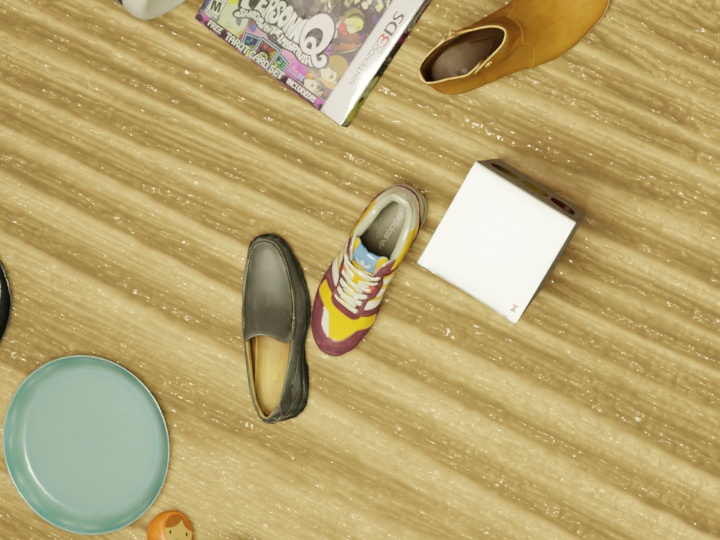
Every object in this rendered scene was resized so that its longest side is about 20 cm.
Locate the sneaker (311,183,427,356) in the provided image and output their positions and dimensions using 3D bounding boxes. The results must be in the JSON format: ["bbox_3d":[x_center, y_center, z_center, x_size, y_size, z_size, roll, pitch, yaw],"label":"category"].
[{"bbox_3d":[0.000,0.000,1.380,0.074,0.090,0.202,27,100,8],"label":"sneaker"}]

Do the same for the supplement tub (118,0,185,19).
[{"bbox_3d":[-0.241,-0.376,1.368,0.144,0.144,0.200,-43,86,12],"label":"supplement tub"}]

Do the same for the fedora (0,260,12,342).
[{"bbox_3d":[-0.492,0.039,1.483,0.198,0.092,0.203,1,95,12],"label":"fedora"}]

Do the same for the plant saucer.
[{"bbox_3d":[-0.304,0.193,1.493,0.198,0.027,0.203,1,96,11],"label":"plant saucer"}]

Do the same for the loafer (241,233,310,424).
[{"bbox_3d":[-0.092,0.062,1.414,0.072,0.072,0.202,-7,93,13],"label":"loafer"}]

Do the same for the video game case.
[{"bbox_3d":[-0.045,-0.280,1.392,0.199,0.036,0.182,37,100,6],"label":"video game case"}]

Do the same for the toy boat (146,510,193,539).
[{"bbox_3d":[-0.203,0.325,1.451,0.198,0.131,0.132,-14,63,12],"label":"toy boat"}]

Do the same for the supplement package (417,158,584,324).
[{"bbox_3d":[0.141,-0.034,1.292,0.113,0.200,0.110,31,101,7],"label":"supplement package"}]

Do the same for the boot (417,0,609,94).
[{"bbox_3d":[0.153,-0.229,1.301,0.200,0.144,0.071,-29,90,12],"label":"boot"}]
